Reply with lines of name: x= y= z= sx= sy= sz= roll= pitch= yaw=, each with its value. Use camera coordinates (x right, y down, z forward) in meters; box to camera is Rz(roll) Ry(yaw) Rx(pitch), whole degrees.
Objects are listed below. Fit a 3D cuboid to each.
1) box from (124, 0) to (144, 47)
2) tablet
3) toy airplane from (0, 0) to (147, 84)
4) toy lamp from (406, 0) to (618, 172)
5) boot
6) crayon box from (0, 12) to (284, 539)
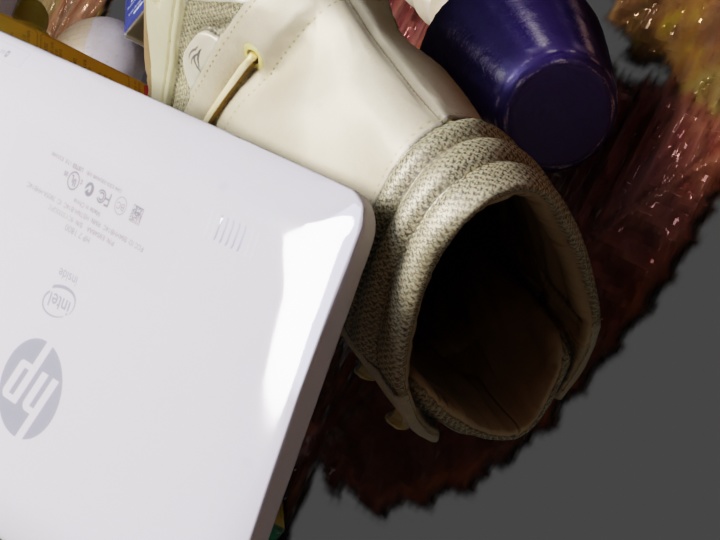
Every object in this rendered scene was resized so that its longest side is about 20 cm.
box: x=-0.052 y=-0.191 z=1.166 sx=0.121 sy=0.032 sz=0.200 roll=-47 pitch=31 yaw=33
tablet: x=-0.080 y=0.014 z=0.785 sx=0.200 sy=0.014 sz=0.130 roll=26 pitch=99 yaw=46
toy airplane: x=-0.150 y=-0.099 z=1.145 sx=0.199 sy=0.141 sz=0.200 roll=34 pitch=-114 yaw=-83
toy lamp: x=0.029 y=-0.079 z=0.862 sx=0.058 sy=0.058 sz=0.200 roll=-59 pitch=24 yaw=10
boot: x=0.000 y=0.000 z=0.807 sx=0.156 sy=0.073 sz=0.200 roll=52 pitch=152 yaw=34
crayon box: x=-0.092 y=0.012 z=0.939 sx=0.058 sy=0.119 sz=0.200 roll=-49 pitch=28 yaw=30
